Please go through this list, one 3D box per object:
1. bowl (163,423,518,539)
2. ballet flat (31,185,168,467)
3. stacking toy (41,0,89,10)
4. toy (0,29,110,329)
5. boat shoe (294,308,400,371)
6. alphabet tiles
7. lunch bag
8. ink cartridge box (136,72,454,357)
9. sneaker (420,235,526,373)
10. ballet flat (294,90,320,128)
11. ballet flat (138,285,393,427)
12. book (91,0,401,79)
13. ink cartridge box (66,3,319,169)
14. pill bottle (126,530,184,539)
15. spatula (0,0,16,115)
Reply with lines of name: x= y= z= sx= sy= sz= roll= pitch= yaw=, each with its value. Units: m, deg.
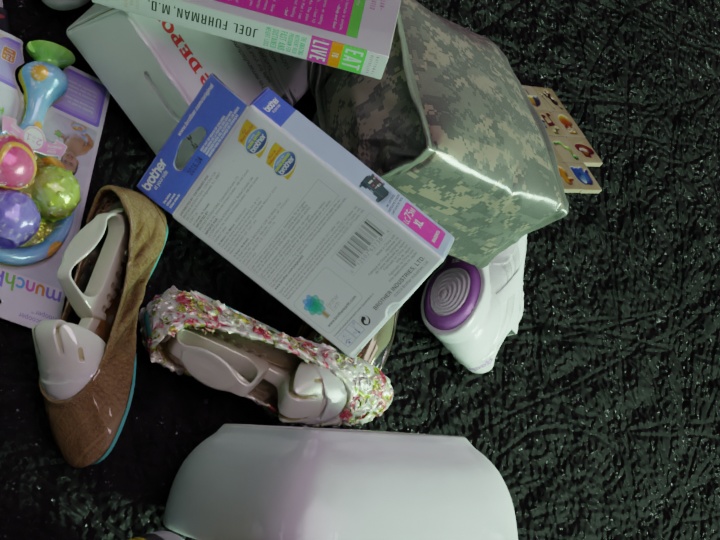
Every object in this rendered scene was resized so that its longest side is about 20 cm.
bowl: x=-0.015 y=0.144 z=0.742 sx=0.199 sy=0.200 sz=0.075 roll=8 pitch=80 yaw=-32
ballet flat: x=-0.182 y=0.028 z=0.747 sx=0.072 sy=0.068 sz=0.201 roll=48 pitch=48 yaw=-52
stacking toy: x=-0.190 y=-0.285 z=0.843 sx=0.146 sy=0.146 sz=0.200 roll=32 pitch=78 yaw=-21
toy: x=-0.229 y=-0.069 z=0.756 sx=0.115 sy=0.047 sz=0.201 roll=24 pitch=60 yaw=-39
boat shoe: x=0.000 y=0.000 z=0.885 sx=0.074 sy=0.076 sz=0.201 roll=29 pitch=59 yaw=-19
alphabet tiles: x=0.143 y=-0.138 z=1.028 sx=0.200 sy=0.008 sz=0.168 roll=-3 pitch=56 yaw=-45
lunch bag: x=0.053 y=-0.125 z=0.859 sx=0.164 sy=0.117 sz=0.201 roll=18 pitch=51 yaw=-40
ink cartridge box: x=-0.047 y=-0.041 z=0.774 sx=0.200 sy=0.119 sz=0.042 roll=37 pitch=36 yaw=-7
sneaker: x=0.109 y=-0.001 z=0.974 sx=0.100 sy=0.075 sz=0.200 roll=55 pitch=45 yaw=-38
ballet flat: x=-0.015 y=-0.147 z=0.926 sx=0.073 sy=0.073 sz=0.200 roll=42 pitch=56 yaw=-15
ballet flat: x=-0.070 y=0.077 z=0.799 sx=0.199 sy=0.076 sz=0.064 roll=21 pitch=24 yaw=-11
book: x=-0.068 y=-0.215 z=0.759 sx=0.199 sy=0.048 sz=0.134 roll=15 pitch=59 yaw=-5
ink cartridge box: x=-0.104 y=-0.188 z=0.850 sx=0.145 sy=0.084 sz=0.200 roll=55 pitch=52 yaw=-26
pill bottle: x=-0.190 y=0.234 z=0.655 sx=0.199 sy=0.111 sz=0.112 roll=-11 pitch=81 yaw=-35
spatula: x=-0.270 y=-0.203 z=0.803 sx=0.056 sy=0.021 sz=0.201 roll=-2 pitch=76 yaw=-36
